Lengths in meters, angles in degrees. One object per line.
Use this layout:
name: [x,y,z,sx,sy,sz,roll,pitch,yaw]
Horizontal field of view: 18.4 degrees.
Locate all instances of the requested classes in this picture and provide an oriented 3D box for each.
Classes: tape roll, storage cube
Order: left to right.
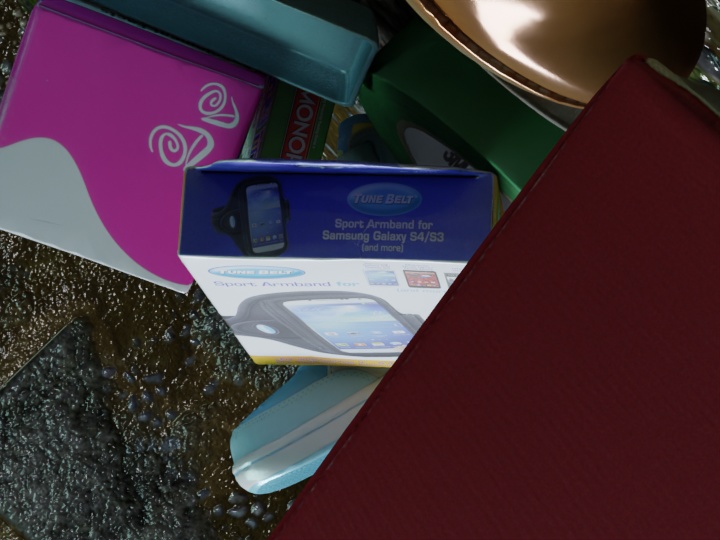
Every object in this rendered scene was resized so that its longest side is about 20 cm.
tape roll: [0.082,-0.022,0.905,0.200,0.048,0.200,46,175,5]
storage cube: [0.102,0.078,0.526,0.200,0.180,0.171,45,-162,26]

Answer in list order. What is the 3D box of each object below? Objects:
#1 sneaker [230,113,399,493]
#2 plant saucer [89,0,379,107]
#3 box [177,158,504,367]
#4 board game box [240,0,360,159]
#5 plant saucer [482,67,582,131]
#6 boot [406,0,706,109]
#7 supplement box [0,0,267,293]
sneaker: [-0.003,0.005,1.031,0.131,0.200,0.080,54,161,6]
plant saucer: [-0.088,-0.119,0.861,0.199,0.019,0.070,21,161,-3]
box: [0.000,0.000,0.885,0.119,0.042,0.200,1,167,8]
board game box: [-0.037,-0.069,1.055,0.029,0.135,0.200,13,179,-7]
plant saucer: [0.028,-0.119,0.698,0.200,0.032,0.200,46,174,6]
boot: [0.067,-0.086,0.492,0.155,0.077,0.200,35,161,46]
supplement box: [-0.098,-0.085,0.987,0.103,0.101,0.200,20,-158,-5]
